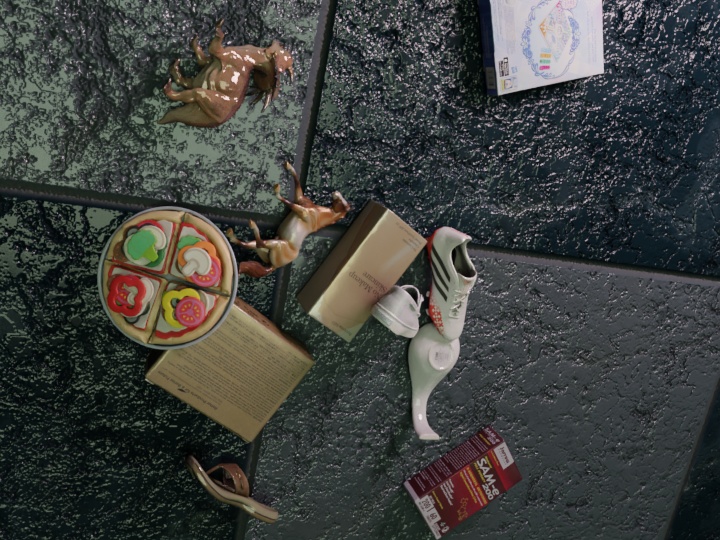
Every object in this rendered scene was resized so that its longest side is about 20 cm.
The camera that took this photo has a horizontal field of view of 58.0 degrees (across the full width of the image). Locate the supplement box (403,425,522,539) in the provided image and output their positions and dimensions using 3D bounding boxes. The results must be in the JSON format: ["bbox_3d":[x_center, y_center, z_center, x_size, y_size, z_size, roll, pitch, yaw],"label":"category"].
[{"bbox_3d":[0.193,0.395,1.214,0.200,0.061,0.109,-32,114,-9],"label":"supplement box"}]

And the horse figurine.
[{"bbox_3d":[-0.113,-0.062,0.963,0.200,0.050,0.133,-53,136,-8],"label":"horse figurine"}]

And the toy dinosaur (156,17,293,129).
[{"bbox_3d":[-0.181,-0.245,0.876,0.200,0.086,0.135,-47,122,5],"label":"toy dinosaur"}]

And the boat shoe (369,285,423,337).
[{"bbox_3d":[0.066,0.055,1.003,0.072,0.200,0.069,40,94,19],"label":"boat shoe"}]

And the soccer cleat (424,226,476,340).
[{"bbox_3d":[0.154,0.027,1.066,0.068,0.085,0.201,-20,111,-36],"label":"soccer cleat"}]

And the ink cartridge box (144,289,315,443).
[{"bbox_3d":[-0.197,0.138,0.988,0.200,0.075,0.165,40,91,-25],"label":"ink cartridge box"}]

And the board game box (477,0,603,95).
[{"bbox_3d":[0.282,-0.392,1.011,0.198,0.043,0.201,-14,110,-14],"label":"board game box"}]

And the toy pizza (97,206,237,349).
[{"bbox_3d":[-0.271,0.010,0.902,0.199,0.032,0.201,0,90,2],"label":"toy pizza"}]

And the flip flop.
[{"bbox_3d":[-0.204,0.348,1.056,0.200,0.081,0.058,41,73,-26],"label":"flip flop"}]

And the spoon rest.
[{"bbox_3d":[0.121,0.189,1.135,0.099,0.061,0.201,9,90,-23],"label":"spoon rest"}]

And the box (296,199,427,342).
[{"bbox_3d":[0.000,0.000,1.014,0.095,0.078,0.200,35,92,-25],"label":"box"}]
